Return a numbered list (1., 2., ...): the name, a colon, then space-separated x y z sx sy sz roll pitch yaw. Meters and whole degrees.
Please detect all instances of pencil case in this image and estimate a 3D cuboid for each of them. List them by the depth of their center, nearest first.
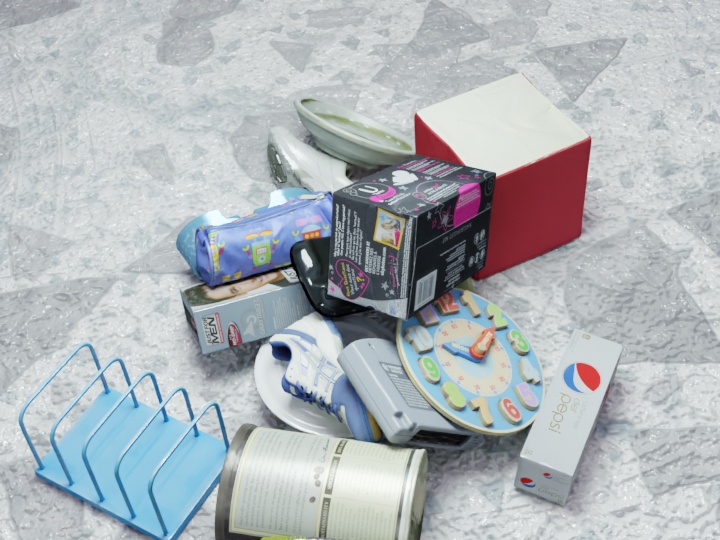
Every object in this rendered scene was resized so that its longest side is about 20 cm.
1. pencil case: -0.113 -0.044 1.368 0.199 0.087 0.078 -17 37 -18

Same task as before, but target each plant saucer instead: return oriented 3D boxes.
1. plant saucer: -0.012 -0.194 1.583 0.199 0.050 0.200 22 18 -7

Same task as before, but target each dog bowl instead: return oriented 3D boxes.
1. dog bowl: -0.146 -0.045 1.456 0.199 0.112 0.050 -18 62 -13

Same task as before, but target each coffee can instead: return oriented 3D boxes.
1. coffee can: -0.038 0.248 1.142 0.199 0.147 0.147 6 48 10

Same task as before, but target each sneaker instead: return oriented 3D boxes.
1. sneaker: -0.042 0.136 1.240 0.088 0.075 0.200 -23 44 -10
2. sneaker: -0.065 -0.144 1.572 0.099 0.078 0.200 -21 55 -27

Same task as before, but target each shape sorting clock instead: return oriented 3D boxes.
1. shape sorting clock: 0.132 0.100 1.253 0.199 0.039 0.200 18 42 -17

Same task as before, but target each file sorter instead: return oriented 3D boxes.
1. file sorter: -0.267 0.190 1.232 0.199 0.123 0.139 21 52 22

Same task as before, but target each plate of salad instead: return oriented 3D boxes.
1. plate of salad: -0.031 0.130 1.321 0.199 0.048 0.201 4 44 -4

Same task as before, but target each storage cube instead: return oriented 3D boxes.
1. storage cube: 0.189 -0.130 1.457 0.199 0.180 0.171 -23 49 -15

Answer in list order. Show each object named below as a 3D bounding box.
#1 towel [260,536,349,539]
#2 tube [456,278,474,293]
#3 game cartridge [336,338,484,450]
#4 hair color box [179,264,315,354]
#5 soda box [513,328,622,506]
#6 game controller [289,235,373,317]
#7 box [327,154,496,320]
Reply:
1. towel: 0.003 0.317 1.077 0.199 0.144 0.023 5 44 11
2. tube: 0.124 0.052 1.375 0.058 0.052 0.201 -16 49 5
3. game cartridge: 0.057 0.138 1.216 0.042 0.200 0.133 -48 58 15
4. hair color box: -0.119 0.037 1.363 0.199 0.061 0.099 -16 21 -15
5. soda box: 0.243 0.167 1.249 0.063 0.068 0.200 19 51 16
6. game controller: 0.000 0.000 1.331 0.200 0.042 0.105 -8 58 -47
7. box: 0.060 -0.044 1.262 0.114 0.133 0.200 18 27 29
